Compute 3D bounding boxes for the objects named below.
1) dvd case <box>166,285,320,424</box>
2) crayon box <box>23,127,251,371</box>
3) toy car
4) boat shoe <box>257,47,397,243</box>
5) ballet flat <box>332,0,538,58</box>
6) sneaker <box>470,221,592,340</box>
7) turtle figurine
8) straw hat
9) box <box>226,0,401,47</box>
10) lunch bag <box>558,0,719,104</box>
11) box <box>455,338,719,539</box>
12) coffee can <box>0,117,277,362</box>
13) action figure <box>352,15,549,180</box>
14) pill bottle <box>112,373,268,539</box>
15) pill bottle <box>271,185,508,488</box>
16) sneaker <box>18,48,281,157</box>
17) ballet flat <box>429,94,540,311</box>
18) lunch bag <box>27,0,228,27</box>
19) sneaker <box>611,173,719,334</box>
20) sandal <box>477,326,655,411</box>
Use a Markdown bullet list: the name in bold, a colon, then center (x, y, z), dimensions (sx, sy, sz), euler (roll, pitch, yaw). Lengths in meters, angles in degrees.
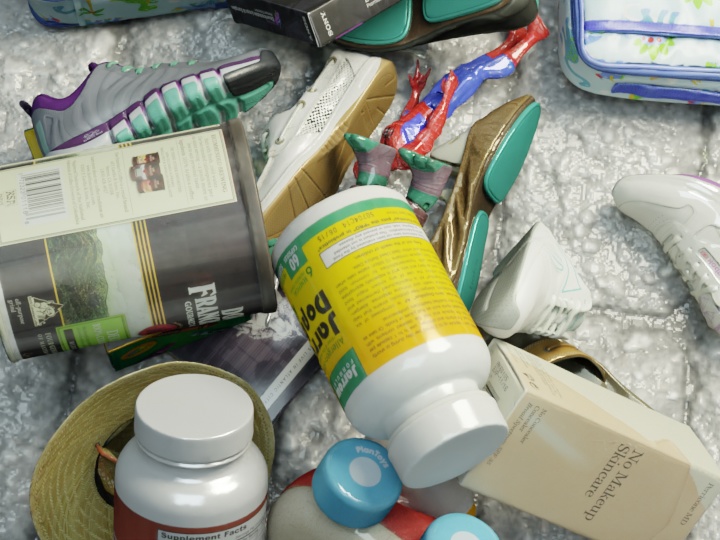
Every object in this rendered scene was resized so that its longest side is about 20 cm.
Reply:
- **dvd case**: center (-0.106, 0.012, 1.592), dimensions (0.200, 0.016, 0.149), euler (38, 76, 9)
- **crayon box**: center (-0.176, -0.036, 1.564), dimensions (0.118, 0.058, 0.200), euler (-21, 75, -8)
- **toy car**: center (0.044, 0.182, 1.498), dimensions (0.177, 0.185, 0.200), euler (36, 48, 7)
- **boat shoe**: center (-0.048, -0.099, 1.600), dimensions (0.069, 0.071, 0.200), euler (25, 64, 24)
- **ballet flat**: center (0.056, -0.205, 1.604), dimensions (0.200, 0.068, 0.068), euler (-1, 71, 34)
- **sneaker**: center (0.140, 0.018, 1.516), dimensions (0.080, 0.200, 0.070), euler (43, 109, 2)
- **turtle figurine**: center (0.000, 0.000, 1.541), dimensions (0.149, 0.101, 0.201), euler (18, 90, 24)
- **straw hat**: center (-0.165, 0.135, 1.518), dimensions (0.201, 0.201, 0.085), euler (-23, 35, -8)
- **box**: center (0.005, -0.248, 1.589), dimensions (0.200, 0.143, 0.036), euler (-34, 119, -20)
- **lunch bag**: center (0.265, -0.217, 1.621), dimensions (0.199, 0.082, 0.161), euler (5, 75, -4)
- **box**: center (0.164, 0.138, 1.476), dimensions (0.200, 0.078, 0.095), euler (23, 109, -27)
- **coffee can**: center (-0.172, -0.022, 1.454), dimensions (0.199, 0.146, 0.147), euler (-11, 76, -4)
- **action figure**: center (0.066, -0.141, 1.615), dimensions (0.200, 0.065, 0.052), euler (-47, 115, -13)
- **pill bottle**: center (-0.125, 0.182, 1.441), dimensions (0.112, 0.112, 0.201), euler (4, 119, -1)
- **pill bottle**: center (0.024, 0.049, 1.405), dimensions (0.113, 0.113, 0.200), euler (-24, 66, -8)
- **sneaker**: center (-0.164, -0.143, 1.530), dimensions (0.200, 0.074, 0.088), euler (-26, 71, -9)
- **ballet flat**: center (0.082, -0.059, 1.601), dimensions (0.072, 0.068, 0.201), euler (16, 78, 22)
- **lunch bag**: center (-0.188, -0.292, 1.636), dimensions (0.199, 0.082, 0.161), euler (-10, 77, -5)
- **sneaker**: center (0.285, -0.009, 1.580), dimensions (0.200, 0.075, 0.100), euler (30, 75, 6)
- **sandal**: center (0.157, 0.092, 1.560), dimensions (0.200, 0.054, 0.080), euler (32, 76, 6)
